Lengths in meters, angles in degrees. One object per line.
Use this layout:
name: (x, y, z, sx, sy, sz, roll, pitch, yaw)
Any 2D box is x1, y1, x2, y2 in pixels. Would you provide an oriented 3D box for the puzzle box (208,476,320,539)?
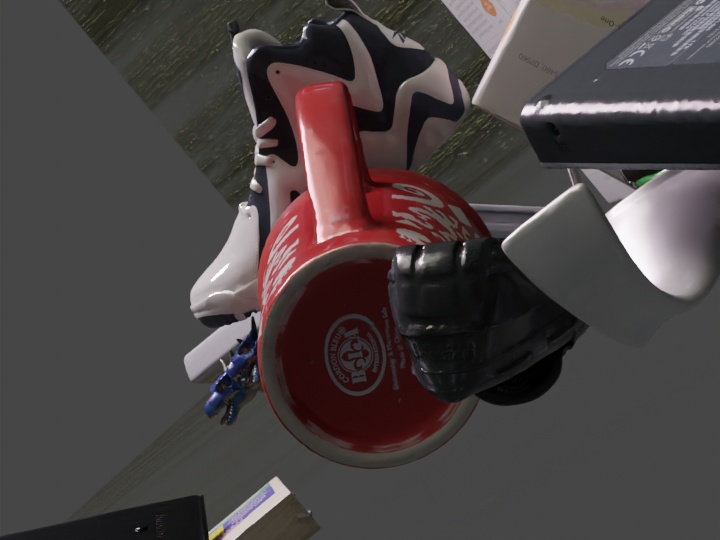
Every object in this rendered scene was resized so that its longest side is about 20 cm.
puzzle box: (-0.107, 0.182, 1.148, 0.200, 0.025, 0.133, -40, 2, -5)

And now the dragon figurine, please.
dragon figurine: (0.000, 0.038, 1.290, 0.200, 0.099, 0.059, -41, 3, -32)

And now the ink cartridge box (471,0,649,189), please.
ink cartridge box: (0.150, -0.132, 1.258, 0.200, 0.125, 0.129, -62, -1, 6)

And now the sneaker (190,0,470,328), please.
sneaker: (-0.049, -0.072, 1.250, 0.199, 0.130, 0.079, -43, 7, 12)

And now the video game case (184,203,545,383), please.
video game case: (0.017, 0.016, 1.384, 0.182, 0.023, 0.200, 1, -29, -44)

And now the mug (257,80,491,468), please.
mug: (-0.007, 0.010, 1.123, 0.133, 0.178, 0.200, -42, 6, 8)

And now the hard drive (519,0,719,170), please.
hard drive: (0.171, -0.087, 0.849, 0.140, 0.033, 0.200, -39, 22, -25)

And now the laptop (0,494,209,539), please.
laptop: (-0.164, 0.207, 1.089, 0.187, 0.116, 0.200, -115, 48, -76)

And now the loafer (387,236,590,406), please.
loafer: (0.061, 0.023, 0.961, 0.068, 0.070, 0.201, -4, -1, 20)

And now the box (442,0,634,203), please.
box: (0.141, -0.150, 1.392, 0.097, 0.200, 0.124, -40, 2, -6)

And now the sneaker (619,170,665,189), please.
sneaker: (0.199, -0.108, 1.059, 0.200, 0.085, 0.078, -40, 2, 24)

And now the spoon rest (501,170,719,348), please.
spoon rest: (0.117, -0.005, 0.901, 0.099, 0.061, 0.200, -38, -11, 21)
